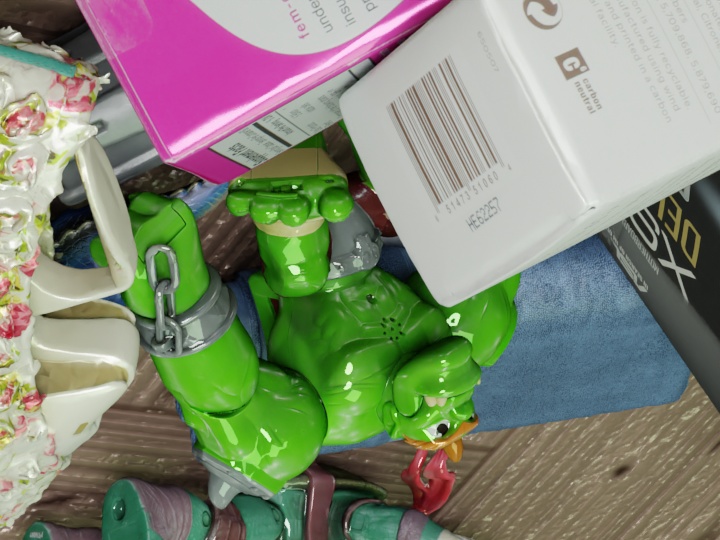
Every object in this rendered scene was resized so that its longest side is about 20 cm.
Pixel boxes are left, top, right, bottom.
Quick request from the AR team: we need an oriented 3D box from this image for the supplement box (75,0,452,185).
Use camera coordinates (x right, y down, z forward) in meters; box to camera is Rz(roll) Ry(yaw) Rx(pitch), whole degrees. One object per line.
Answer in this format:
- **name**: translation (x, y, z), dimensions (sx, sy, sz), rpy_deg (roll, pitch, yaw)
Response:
- **supplement box**: translation (0.013, -0.117, 0.848), dimensions (0.199, 0.102, 0.103), rpy_deg (-28, 175, 3)

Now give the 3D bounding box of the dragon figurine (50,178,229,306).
- **dragon figurine**: translation (-0.111, 0.000, 0.987), dimensions (0.200, 0.059, 0.099), rpy_deg (-42, 144, 24)

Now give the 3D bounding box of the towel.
- **towel**: translation (0.032, 0.023, 1.100), dimensions (0.199, 0.049, 0.112), rpy_deg (-7, 152, -13)

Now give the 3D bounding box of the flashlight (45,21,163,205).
- **flashlight**: translation (-0.016, -0.085, 0.930), dimensions (0.199, 0.068, 0.068), rpy_deg (-27, 148, -1)

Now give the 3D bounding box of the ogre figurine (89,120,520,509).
- **ogre figurine**: translation (0.000, 0.000, 0.978), dimensions (0.200, 0.098, 0.120), rpy_deg (-47, 141, -51)

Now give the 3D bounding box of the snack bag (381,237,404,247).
- **snack bag**: translation (0.109, -0.061, 1.089), dimensions (0.199, 0.021, 0.189), rpy_deg (6, 135, -39)

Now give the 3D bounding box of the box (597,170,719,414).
- **box**: translation (0.145, 0.007, 0.959), dimensions (0.050, 0.200, 0.158), rpy_deg (-27, 156, -12)

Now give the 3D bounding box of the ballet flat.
- **ballet flat**: translation (-0.098, 0.011, 0.872), dimensions (0.064, 0.076, 0.200), rpy_deg (1, 139, 1)

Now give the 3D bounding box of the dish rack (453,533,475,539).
- **dish rack**: translation (0.012, 0.206, 1.218), dimensions (0.171, 0.200, 0.044), rpy_deg (-21, 148, -8)

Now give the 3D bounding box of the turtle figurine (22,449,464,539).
- **turtle figurine**: translation (-0.029, 0.122, 1.167), dimensions (0.199, 0.101, 0.150), rpy_deg (9, 137, -35)

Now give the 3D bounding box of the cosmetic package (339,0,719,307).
- **cosmetic package**: translation (0.103, -0.069, 0.828), dimensions (0.199, 0.074, 0.102), rpy_deg (-25, 176, -27)
